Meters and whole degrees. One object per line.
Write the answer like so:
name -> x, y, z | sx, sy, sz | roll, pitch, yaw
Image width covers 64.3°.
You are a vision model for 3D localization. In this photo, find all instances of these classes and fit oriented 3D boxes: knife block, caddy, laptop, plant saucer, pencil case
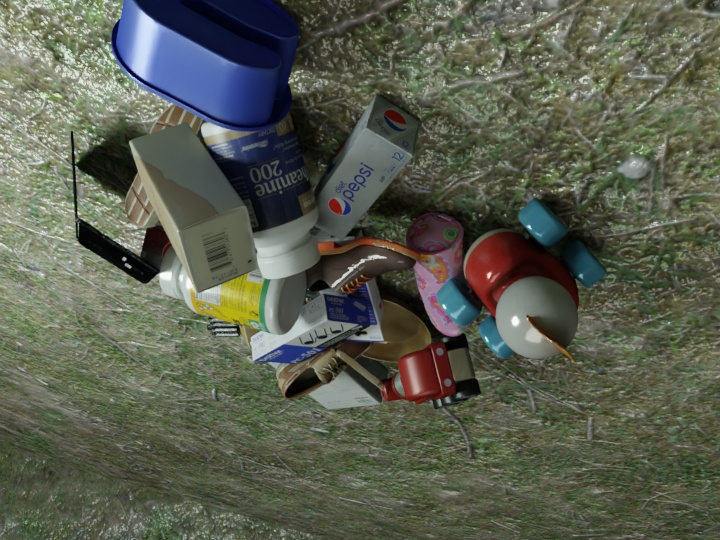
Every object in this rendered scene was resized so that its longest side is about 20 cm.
knife block -> -0.188, 0.069, 1.061 | 0.197, 0.175, 0.065 | -18, 114, -19
caddy -> -0.160, -0.230, 0.605 | 0.197, 0.143, 0.105 | 26, 140, -10
laptop -> -0.376, -0.082, 0.869 | 0.199, 0.104, 0.176 | 36, 160, -18
plant saucer -> 0.034, 0.096, 1.028 | 0.196, 0.036, 0.202 | 12, 142, 9
pencil case -> 0.124, 0.009, 0.842 | 0.086, 0.089, 0.202 | 0, 140, 22

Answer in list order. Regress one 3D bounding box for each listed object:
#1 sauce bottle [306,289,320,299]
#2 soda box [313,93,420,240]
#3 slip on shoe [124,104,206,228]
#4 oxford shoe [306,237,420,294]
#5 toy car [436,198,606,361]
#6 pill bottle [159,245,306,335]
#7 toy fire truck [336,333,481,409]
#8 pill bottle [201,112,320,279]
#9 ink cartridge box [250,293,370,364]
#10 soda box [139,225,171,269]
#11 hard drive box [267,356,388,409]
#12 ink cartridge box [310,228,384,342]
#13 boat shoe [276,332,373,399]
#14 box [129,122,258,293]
sauce bottle -> -0.159, 0.020, 0.988 | 0.196, 0.066, 0.065 | 7, 143, 17
soda box -> -0.004, -0.125, 0.737 | 0.067, 0.064, 0.200 | 26, 143, -14
slip on shoe -> -0.256, -0.145, 0.791 | 0.076, 0.060, 0.202 | 39, 112, 17
oxford shoe -> 0.000, 0.000, 0.792 | 0.071, 0.074, 0.198 | 23, 162, -41
toy car -> 0.219, 0.053, 0.705 | 0.176, 0.201, 0.184 | 37, 111, -24
pill bottle -> -0.188, 0.018, 0.839 | 0.196, 0.114, 0.114 | 13, 144, 15
toy fire truck -> 0.071, 0.167, 0.937 | 0.196, 0.131, 0.176 | -9, 162, -12
pill bottle -> -0.116, -0.098, 0.718 | 0.109, 0.111, 0.204 | -5, 111, 28
ink cartridge box -> -0.084, 0.098, 0.922 | 0.093, 0.045, 0.199 | 12, 148, -42
soda box -> -0.260, -0.014, 0.947 | 0.196, 0.071, 0.063 | 19, -174, 11
hard drive box -> -0.064, 0.196, 1.162 | 0.154, 0.078, 0.200 | -15, 133, 36
ink cartridge box -> -0.021, 0.028, 0.921 | 0.093, 0.037, 0.203 | 0, 122, 25
boat shoe -> -0.059, 0.168, 1.016 | 0.198, 0.072, 0.076 | -32, 123, 11
box -> -0.196, -0.080, 0.669 | 0.077, 0.200, 0.096 | -23, 137, -20
